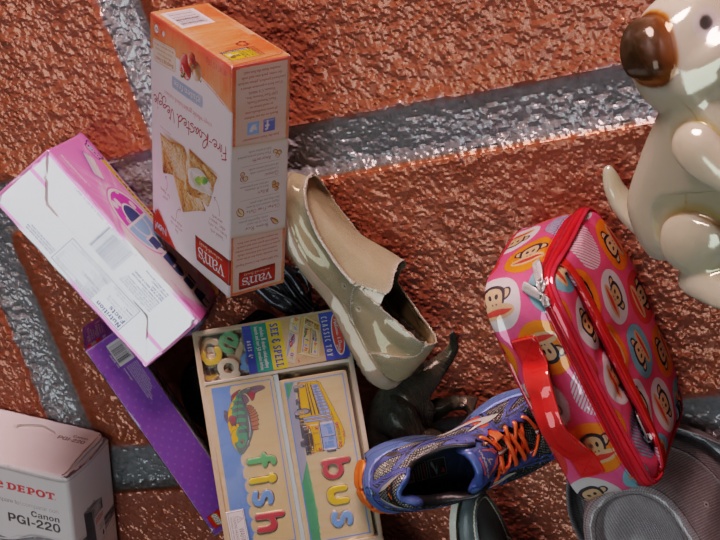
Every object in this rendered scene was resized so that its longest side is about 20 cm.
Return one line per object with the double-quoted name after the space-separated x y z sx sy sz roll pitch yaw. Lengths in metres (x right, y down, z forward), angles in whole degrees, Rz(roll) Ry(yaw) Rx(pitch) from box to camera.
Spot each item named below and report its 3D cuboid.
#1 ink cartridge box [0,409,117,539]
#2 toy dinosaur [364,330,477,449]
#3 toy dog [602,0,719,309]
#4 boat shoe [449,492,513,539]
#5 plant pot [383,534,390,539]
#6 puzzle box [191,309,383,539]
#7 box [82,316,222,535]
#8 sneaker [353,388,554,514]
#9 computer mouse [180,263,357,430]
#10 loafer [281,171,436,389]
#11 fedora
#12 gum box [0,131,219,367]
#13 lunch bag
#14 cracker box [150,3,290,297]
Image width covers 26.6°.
-0.324 0.252 1.521 0.146 0.085 0.200 10 118 19 "ink cartridge box"
0.041 0.142 1.309 0.102 0.077 0.200 12 125 2 "toy dinosaur"
0.252 -0.102 1.070 0.194 0.139 0.200 27 135 54 "toy dog"
0.134 0.265 1.315 0.062 0.073 0.200 -6 119 33 "boat shoe"
-0.022 0.301 1.373 0.200 0.187 0.187 29 125 -11 "plant pot"
-0.061 0.139 1.273 0.133 0.025 0.200 -10 81 -7 "puzzle box"
-0.178 0.132 1.366 0.039 0.137 0.200 -34 101 -6 "box"
0.097 0.154 1.241 0.200 0.078 0.075 -23 99 -14 "sneaker"
-0.100 0.086 1.354 0.138 0.053 0.200 43 124 -3 "computer mouse"
0.000 0.000 1.255 0.068 0.076 0.200 -26 101 22 "loafer"
0.250 0.223 1.250 0.177 0.090 0.200 -14 110 29 "fedora"
-0.208 -0.016 1.300 0.066 0.114 0.200 -40 97 11 "gum box"
0.167 0.068 1.153 0.082 0.176 0.200 -19 108 31 "lunch bag"
-0.115 -0.097 1.223 0.134 0.058 0.200 37 134 46 "cracker box"
